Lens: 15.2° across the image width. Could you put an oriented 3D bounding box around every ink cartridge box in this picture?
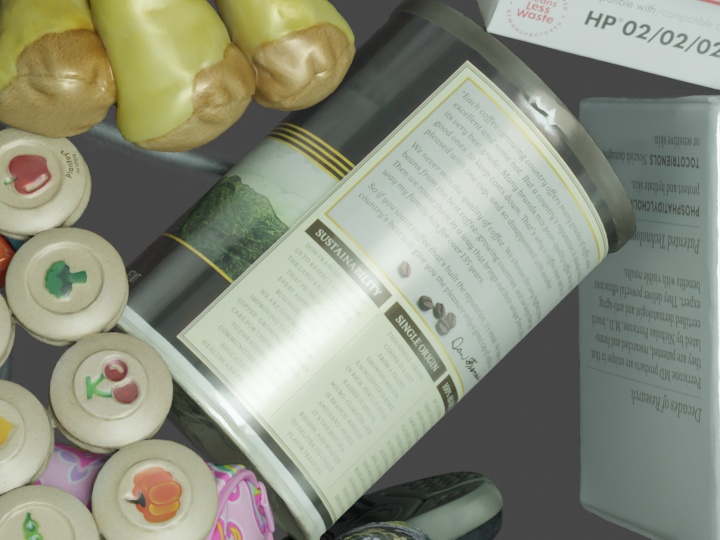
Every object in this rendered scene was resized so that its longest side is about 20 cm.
[{"bbox_3d":[0.107,-0.147,1.180,0.115,0.200,0.068,12,122,-16],"label":"ink cartridge box"}]

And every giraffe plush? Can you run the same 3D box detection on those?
[{"bbox_3d":[-0.087,-0.169,1.096,0.172,0.162,0.200,-18,62,-18],"label":"giraffe plush"}]

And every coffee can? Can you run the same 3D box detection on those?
[{"bbox_3d":[0.000,0.000,1.182,0.200,0.146,0.146,-44,103,-11],"label":"coffee can"}]

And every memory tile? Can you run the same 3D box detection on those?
[{"bbox_3d":[-0.155,0.044,1.076,0.153,0.017,0.200,-20,69,-11],"label":"memory tile"}]

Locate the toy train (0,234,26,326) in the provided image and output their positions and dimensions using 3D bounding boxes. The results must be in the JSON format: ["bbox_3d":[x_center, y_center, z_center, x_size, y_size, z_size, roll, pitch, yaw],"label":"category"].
[{"bbox_3d":[-0.244,-0.004,1.128,0.200,0.056,0.150,-31,74,-11],"label":"toy train"}]

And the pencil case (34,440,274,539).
[{"bbox_3d":[-0.136,0.103,1.132,0.199,0.087,0.088,10,89,22],"label":"pencil case"}]

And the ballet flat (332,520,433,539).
[{"bbox_3d":[-0.048,0.174,1.148,0.200,0.072,0.072,-35,101,-4],"label":"ballet flat"}]

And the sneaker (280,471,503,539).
[{"bbox_3d":[-0.008,0.176,1.226,0.199,0.076,0.114,-33,103,-10],"label":"sneaker"}]

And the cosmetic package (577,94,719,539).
[{"bbox_3d":[0.203,0.019,1.234,0.167,0.166,0.201,-3,94,-17],"label":"cosmetic package"}]
